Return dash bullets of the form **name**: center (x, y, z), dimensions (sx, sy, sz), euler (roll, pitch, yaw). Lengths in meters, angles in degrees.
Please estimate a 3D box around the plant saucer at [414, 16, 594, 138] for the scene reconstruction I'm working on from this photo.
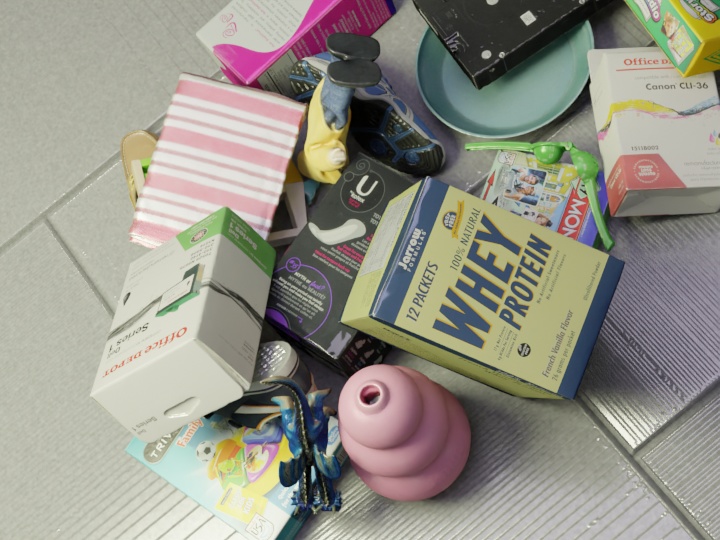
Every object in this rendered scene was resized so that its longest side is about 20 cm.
- **plant saucer**: center (0.161, -0.229, 1.578), dimensions (0.200, 0.036, 0.200), euler (-6, 68, 14)

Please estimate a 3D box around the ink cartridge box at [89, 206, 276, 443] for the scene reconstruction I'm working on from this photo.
- **ink cartridge box**: center (-0.173, 0.053, 1.415), dimensions (0.146, 0.084, 0.200), euler (-29, 32, 26)

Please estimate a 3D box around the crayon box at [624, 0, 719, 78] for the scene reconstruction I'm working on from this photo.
- **crayon box**: center (0.362, -0.305, 1.495), dimensions (0.172, 0.058, 0.200), euler (-16, 59, -22)

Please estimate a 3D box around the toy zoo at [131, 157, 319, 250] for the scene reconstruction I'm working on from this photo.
- **toy zoo**: center (-0.141, -0.080, 1.576), dimensions (0.200, 0.020, 0.131), euler (-12, 65, -15)

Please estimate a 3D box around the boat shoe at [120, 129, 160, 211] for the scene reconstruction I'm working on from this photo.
- **boat shoe**: center (-0.225, -0.088, 1.616), dimensions (0.074, 0.066, 0.200), euler (-32, 64, 2)

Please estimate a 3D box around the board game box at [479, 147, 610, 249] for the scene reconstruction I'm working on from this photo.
- **board game box**: center (0.176, -0.022, 1.494), dimensions (0.134, 0.029, 0.200), euler (15, 73, 22)

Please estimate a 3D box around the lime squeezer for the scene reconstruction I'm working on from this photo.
- **lime squeezer**: center (0.204, -0.104, 1.491), dimensions (0.200, 0.038, 0.071), euler (38, 114, 25)

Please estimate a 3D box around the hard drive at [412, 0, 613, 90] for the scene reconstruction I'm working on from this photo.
- **hard drive**: center (0.173, -0.305, 1.565), dimensions (0.200, 0.038, 0.140), euler (-35, 63, 1)

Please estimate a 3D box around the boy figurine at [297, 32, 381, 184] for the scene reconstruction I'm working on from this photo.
- **boy figurine**: center (-0.026, -0.153, 1.506), dimensions (0.064, 0.200, 0.125), euler (3, 53, -9)

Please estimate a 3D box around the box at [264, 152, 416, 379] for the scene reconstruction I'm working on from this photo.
- **box**: center (0.000, 0.000, 1.492), dimensions (0.122, 0.106, 0.200), euler (31, 80, 25)

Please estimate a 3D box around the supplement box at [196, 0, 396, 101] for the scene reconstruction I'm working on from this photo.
- **supplement box**: center (-0.072, -0.285, 1.632), dimensions (0.200, 0.103, 0.101), euler (-42, 64, -4)

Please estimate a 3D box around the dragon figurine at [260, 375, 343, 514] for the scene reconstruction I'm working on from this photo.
- **dragon figurine**: center (-0.050, 0.168, 1.344), dimensions (0.059, 0.200, 0.100), euler (-8, 64, 1)

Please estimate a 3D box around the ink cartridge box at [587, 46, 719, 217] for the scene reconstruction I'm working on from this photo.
- **ink cartridge box**: center (0.306, -0.160, 1.473), dimensions (0.116, 0.068, 0.200), euler (-3, 66, -6)

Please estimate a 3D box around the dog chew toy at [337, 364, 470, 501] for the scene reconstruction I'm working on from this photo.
- **dog chew toy**: center (0.035, 0.148, 1.370), dimensions (0.124, 0.200, 0.125), euler (-6, 67, 13)

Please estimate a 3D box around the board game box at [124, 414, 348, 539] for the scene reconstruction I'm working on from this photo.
- **board game box**: center (-0.124, 0.182, 1.488), dimensions (0.200, 0.047, 0.151), euler (30, 79, 24)

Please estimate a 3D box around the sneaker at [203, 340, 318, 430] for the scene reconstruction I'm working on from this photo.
- **sneaker**: center (-0.129, 0.120, 1.449), dimensions (0.200, 0.079, 0.079), euler (-2, 47, 41)

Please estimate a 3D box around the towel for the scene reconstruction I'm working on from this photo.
- **towel**: center (-0.151, -0.104, 1.525), dimensions (0.146, 0.030, 0.200), euler (16, 80, 3)

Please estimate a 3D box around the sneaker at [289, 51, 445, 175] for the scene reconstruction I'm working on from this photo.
- **sneaker**: center (0.019, -0.183, 1.578), dimensions (0.200, 0.076, 0.077), euler (39, 48, 11)

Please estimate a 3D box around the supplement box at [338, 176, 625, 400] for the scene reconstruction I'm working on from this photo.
- **supplement box**: center (0.106, 0.022, 1.332), dimensions (0.200, 0.200, 0.135), euler (23, 83, -7)
